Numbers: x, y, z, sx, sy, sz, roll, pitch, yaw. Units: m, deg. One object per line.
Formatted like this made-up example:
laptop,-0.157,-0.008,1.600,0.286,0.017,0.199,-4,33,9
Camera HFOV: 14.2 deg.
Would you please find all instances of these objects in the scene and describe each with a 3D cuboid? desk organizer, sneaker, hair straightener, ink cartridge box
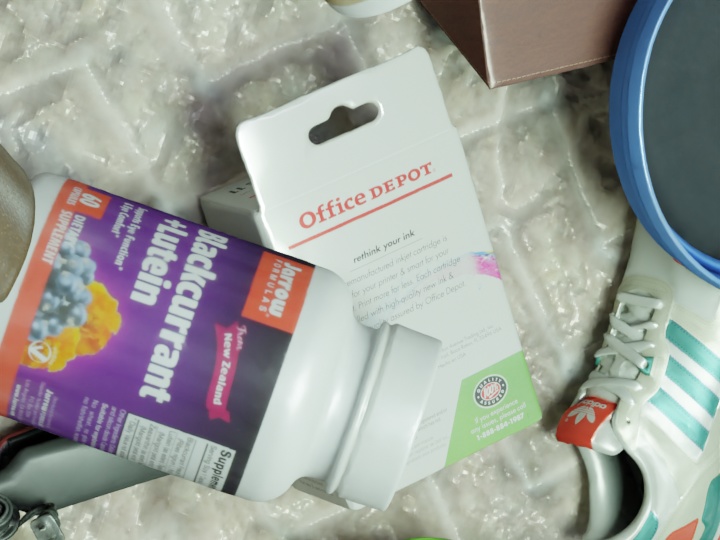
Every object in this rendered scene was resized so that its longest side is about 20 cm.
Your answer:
desk organizer,0.125,-0.151,1.447,0.200,0.072,0.077,-15,106,-26
sneaker,0.148,0.057,1.485,0.093,0.070,0.200,-8,103,-34
hair straightener,-0.165,0.100,1.314,0.200,0.077,0.041,-14,110,-27
ink cartridge box,0.000,0.000,1.398,0.117,0.067,0.200,-24,108,-23

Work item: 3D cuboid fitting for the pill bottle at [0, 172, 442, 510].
pill bottle,-0.070,0.038,1.298,0.200,0.111,0.112,19,87,-2

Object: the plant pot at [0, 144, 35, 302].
plant pot,-0.254,-0.045,1.193,0.200,0.200,0.198,-53,125,-13

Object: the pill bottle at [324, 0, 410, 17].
pill bottle,-0.029,-0.224,1.324,0.200,0.120,0.120,46,75,-25

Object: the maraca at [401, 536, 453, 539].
maraca,0.048,0.200,1.428,0.200,0.107,0.137,2,95,-29

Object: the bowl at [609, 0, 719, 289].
bowl,0.210,-0.084,1.442,0.200,0.039,0.201,-5,101,-30
